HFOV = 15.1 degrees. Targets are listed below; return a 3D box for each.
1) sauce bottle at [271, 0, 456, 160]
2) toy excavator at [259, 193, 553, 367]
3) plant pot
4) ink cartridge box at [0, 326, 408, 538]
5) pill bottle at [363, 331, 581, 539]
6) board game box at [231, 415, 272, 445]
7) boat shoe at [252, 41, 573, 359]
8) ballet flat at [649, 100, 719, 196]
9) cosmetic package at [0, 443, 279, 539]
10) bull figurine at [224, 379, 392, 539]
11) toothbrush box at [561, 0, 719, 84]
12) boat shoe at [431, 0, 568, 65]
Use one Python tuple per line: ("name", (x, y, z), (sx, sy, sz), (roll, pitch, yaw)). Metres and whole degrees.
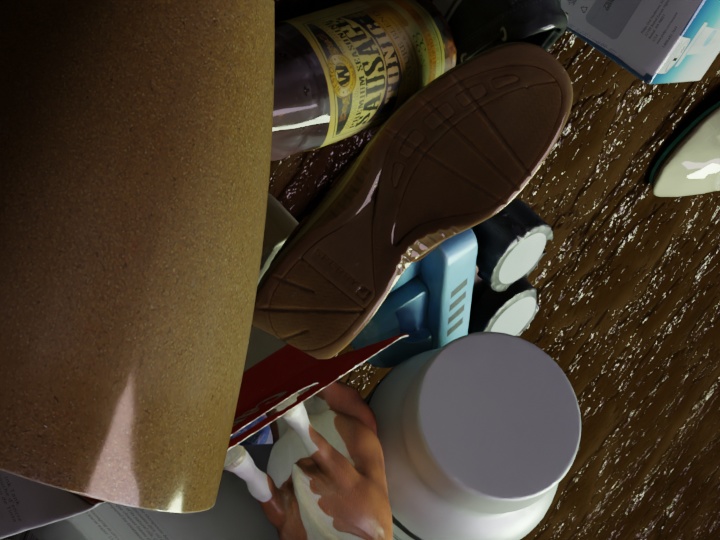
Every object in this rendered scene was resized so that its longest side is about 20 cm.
("sauce bottle", (-0.028, -0.087, 1.293), (0.200, 0.066, 0.066), (-27, 148, -53))
("toy excavator", (0.000, 0.000, 1.475), (0.199, 0.100, 0.195), (-34, 152, -23))
("plant pot", (-0.112, -0.031, 1.085), (0.186, 0.185, 0.201), (13, 98, -68))
("ink cartridge box", (-0.098, 0.064, 1.266), (0.199, 0.050, 0.161), (-23, -173, 47))
("pill bottle", (0.044, 0.111, 1.509), (0.116, 0.116, 0.200), (-41, 176, -28))
("board game box", (-0.100, 0.155, 1.563), (0.200, 0.043, 0.200), (-54, 159, 2))
("boat shoe", (0.021, -0.039, 1.346), (0.200, 0.072, 0.072), (-47, -166, 8))
("ballet flat", (0.291, -0.106, 1.955), (0.200, 0.069, 0.070), (-42, 157, -27))
("cosmetic package", (-0.091, 0.152, 1.406), (0.199, 0.108, 0.085), (3, 117, -44))
("bull figurine", (-0.020, 0.105, 1.366), (0.065, 0.200, 0.122), (-31, 116, 6))
("toothbrush box", (0.184, -0.187, 1.519), (0.147, 0.085, 0.200), (-58, 169, 13))
("boat shoe", (0.061, -0.107, 1.405), (0.068, 0.057, 0.200), (-15, 161, -15))
